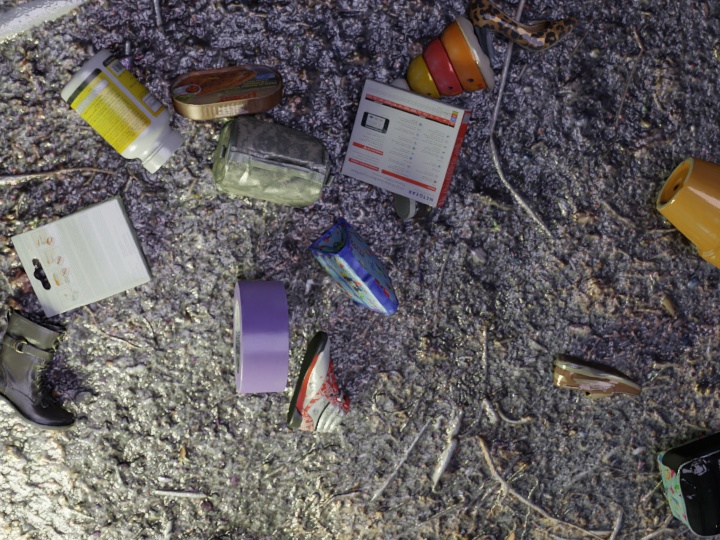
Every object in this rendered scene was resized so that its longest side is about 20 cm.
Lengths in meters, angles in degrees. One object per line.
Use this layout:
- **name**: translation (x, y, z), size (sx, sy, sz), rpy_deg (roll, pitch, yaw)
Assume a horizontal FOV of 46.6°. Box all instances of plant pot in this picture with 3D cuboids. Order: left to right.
- **plant pot**: translation (0.714, -0.132, 1.692), size (0.182, 0.200, 0.201), rpy_deg (30, 93, -2)

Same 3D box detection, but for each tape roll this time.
- **tape roll**: translation (-0.182, 0.120, 1.514), size (0.084, 0.200, 0.202), rpy_deg (-1, 101, -13)

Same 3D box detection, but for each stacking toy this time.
- **stacking toy**: translation (0.138, -0.364, 1.552), size (0.199, 0.146, 0.147), rpy_deg (-26, 107, 13)

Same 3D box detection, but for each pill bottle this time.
- **pill bottle**: translation (-0.401, -0.267, 1.430), size (0.112, 0.112, 0.200), rpy_deg (-45, 107, -1)

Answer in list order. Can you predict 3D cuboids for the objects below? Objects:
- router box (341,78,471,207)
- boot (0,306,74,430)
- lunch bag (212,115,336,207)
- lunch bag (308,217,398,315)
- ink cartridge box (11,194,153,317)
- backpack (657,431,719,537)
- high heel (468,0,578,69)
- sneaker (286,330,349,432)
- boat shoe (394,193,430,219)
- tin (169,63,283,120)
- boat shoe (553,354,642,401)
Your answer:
- **router box**: translation (0.080, -0.233, 1.519), size (0.198, 0.049, 0.181), rpy_deg (22, 107, 19)
- **boot**: translation (-0.575, 0.177, 1.500), size (0.199, 0.069, 0.175), rpy_deg (30, 93, -15)
- **lunch bag**: translation (-0.155, -0.188, 1.476), size (0.198, 0.168, 0.141), rpy_deg (12, 98, -16)
- **lunch bag**: translation (0.000, 0.000, 1.533), size (0.094, 0.200, 0.151), rpy_deg (-40, 107, -3)
- **ink cartridge box**: translation (-0.495, -0.025, 1.496), size (0.198, 0.047, 0.162), rpy_deg (-20, 105, -3)
- **backpack**: translation (0.756, 0.471, 1.832), size (0.176, 0.151, 0.202), rpy_deg (-19, 98, -6)
- **high heel**: translation (0.307, -0.482, 1.574), size (0.198, 0.072, 0.144), rpy_deg (-23, 112, 1)
- **sneaker**: translation (-0.066, 0.221, 1.633), size (0.107, 0.067, 0.203), rpy_deg (15, 101, -17)
- **boat shoe**: translation (0.102, -0.201, 1.589), size (0.060, 0.072, 0.204), rpy_deg (-6, 100, -30)
- **tin**: translation (-0.233, -0.312, 1.463), size (0.198, 0.112, 0.042), rpy_deg (-9, 131, -11)
- **boat shoe**: translation (0.498, 0.237, 1.770), size (0.198, 0.076, 0.072), rpy_deg (17, 101, -7)
